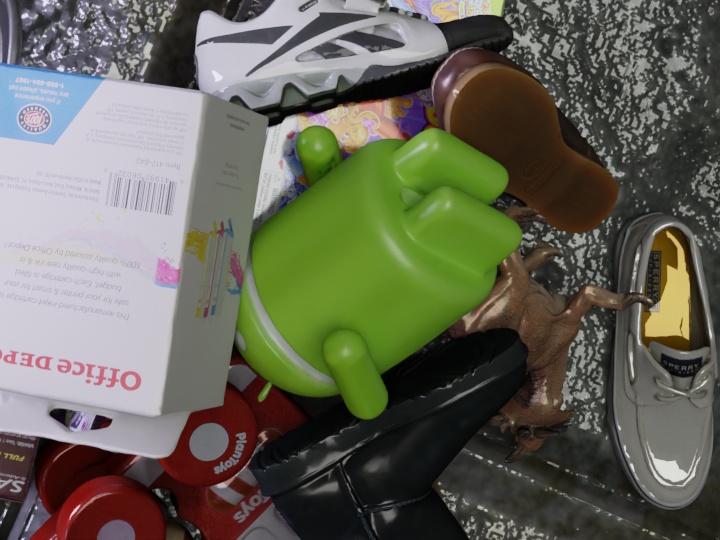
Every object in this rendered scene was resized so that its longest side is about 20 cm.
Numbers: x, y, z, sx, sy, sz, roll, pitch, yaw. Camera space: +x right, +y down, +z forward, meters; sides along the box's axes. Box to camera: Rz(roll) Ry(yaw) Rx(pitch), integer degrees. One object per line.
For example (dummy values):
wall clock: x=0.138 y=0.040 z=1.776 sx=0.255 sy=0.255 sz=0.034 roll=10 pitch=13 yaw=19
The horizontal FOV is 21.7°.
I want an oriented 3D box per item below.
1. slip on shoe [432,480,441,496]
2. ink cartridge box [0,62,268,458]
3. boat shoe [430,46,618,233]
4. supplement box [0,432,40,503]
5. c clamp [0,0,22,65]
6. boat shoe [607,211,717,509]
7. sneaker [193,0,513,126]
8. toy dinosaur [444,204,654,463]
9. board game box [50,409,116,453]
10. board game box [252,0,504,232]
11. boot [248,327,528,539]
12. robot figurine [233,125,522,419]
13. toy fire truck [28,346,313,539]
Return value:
slip on shoe: x=0.045 y=0.187 z=1.225 sx=0.076 sy=0.060 sz=0.201 roll=-17 pitch=99 yaw=-50
ink cartridge box: x=-0.141 y=-0.003 z=1.056 sx=0.128 sy=0.125 sz=0.201 roll=10 pitch=91 yaw=13
boat shoe: x=0.093 y=-0.087 z=1.178 sx=0.070 sy=0.200 sz=0.070 roll=-40 pitch=54 yaw=6
supplement box: x=-0.222 y=0.034 z=1.177 sx=0.061 sy=0.109 sz=0.201 roll=13 pitch=90 yaw=-18
c clamp: x=-0.238 y=-0.109 z=1.171 sx=0.027 sy=0.171 sz=0.201 roll=6 pitch=105 yaw=-28
boat shoe: x=0.206 y=0.062 z=1.249 sx=0.070 sy=0.070 sz=0.202 roll=-1 pitch=92 yaw=-7
sneaker: x=-0.006 y=-0.148 z=1.151 sx=0.199 sy=0.074 sz=0.089 roll=-12 pitch=82 yaw=-7
toy dinosaur: x=0.092 y=0.038 z=1.196 sx=0.200 sy=0.086 sz=0.136 roll=36 pitch=84 yaw=-29
board game box: x=-0.144 y=0.006 z=1.179 sx=0.032 sy=0.120 sz=0.201 roll=23 pitch=86 yaw=-23
board game box: x=0.007 y=-0.099 z=1.225 sx=0.134 sy=0.045 sz=0.201 roll=12 pitch=91 yaw=-7
boot: x=0.043 y=0.146 z=1.148 sx=0.197 sy=0.073 sz=0.163 roll=-29 pitch=103 yaw=3
robot figurine: x=0.000 y=0.000 z=1.119 sx=0.115 sy=0.176 sz=0.200 roll=23 pitch=134 yaw=-40
toy fire truck: x=-0.107 y=0.151 z=1.207 sx=0.200 sy=0.112 sz=0.168 roll=-47 pitch=115 yaw=-2
